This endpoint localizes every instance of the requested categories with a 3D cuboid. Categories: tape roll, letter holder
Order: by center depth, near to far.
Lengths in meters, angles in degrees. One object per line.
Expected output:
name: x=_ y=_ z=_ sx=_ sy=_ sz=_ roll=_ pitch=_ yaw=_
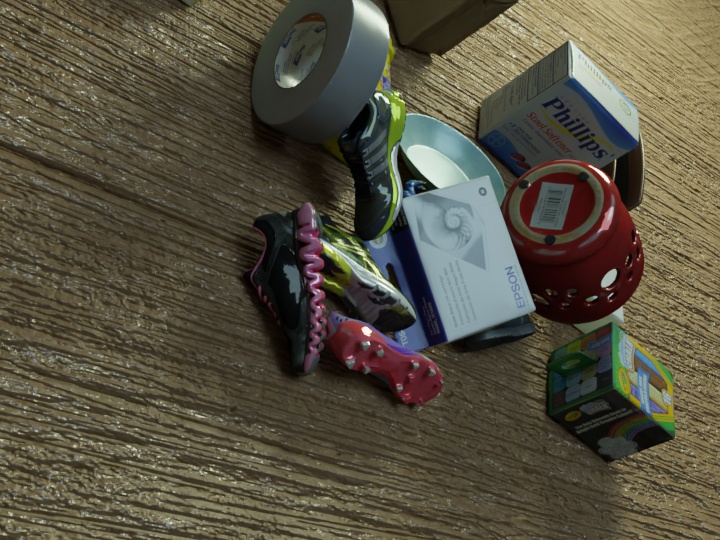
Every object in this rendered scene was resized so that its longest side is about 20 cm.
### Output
tape roll: x=-0.054 y=-0.266 z=1.415 sx=0.066 sy=0.200 sz=0.202 roll=23 pitch=49 yaw=-38
letter holder: x=0.414 y=-0.182 z=1.943 sx=0.100 sy=0.142 sz=0.201 roll=38 pitch=42 yaw=-25

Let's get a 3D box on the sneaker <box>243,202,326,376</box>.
sneaker: x=-0.088 y=0.023 z=1.296 sx=0.079 sy=0.094 sz=0.202 roll=75 pitch=12 yaw=-82

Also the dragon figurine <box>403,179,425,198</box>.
dragon figurine: x=0.058 y=-0.077 z=1.532 sx=0.201 sy=0.059 sz=0.099 roll=58 pitch=36 yaw=-3

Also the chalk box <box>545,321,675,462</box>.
chalk box: x=0.361 y=0.172 z=1.658 sx=0.200 sy=0.124 sz=0.125 roll=39 pitch=41 yaw=-27

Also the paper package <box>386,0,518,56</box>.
paper package: x=0.131 y=-0.479 z=1.781 sx=0.103 sy=0.190 sz=0.202 roll=5 pitch=63 yaw=-47

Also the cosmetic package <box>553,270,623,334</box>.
cosmetic package: x=0.374 y=-0.003 z=1.835 sx=0.101 sy=0.071 sz=0.201 roll=35 pitch=43 yaw=-29

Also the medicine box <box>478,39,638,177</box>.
medicine box: x=0.327 y=-0.245 z=1.838 sx=0.182 sy=0.199 sz=0.103 roll=37 pitch=42 yaw=-26

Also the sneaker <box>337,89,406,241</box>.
sneaker: x=0.005 y=-0.139 z=1.418 sx=0.081 sy=0.074 sz=0.202 roll=8 pitch=81 yaw=-45

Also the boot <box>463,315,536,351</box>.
boot: x=0.166 y=0.009 z=1.591 sx=0.164 sy=0.065 sz=0.201 roll=-2 pitch=70 yaw=-58

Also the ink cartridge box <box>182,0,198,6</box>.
ink cartridge box: x=-0.234 y=-0.458 z=1.448 sx=0.117 sy=0.067 sz=0.201 roll=31 pitch=46 yaw=-32

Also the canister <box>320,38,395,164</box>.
canister: x=-0.016 y=-0.260 z=1.541 sx=0.148 sy=0.086 sz=0.201 roll=36 pitch=43 yaw=-44

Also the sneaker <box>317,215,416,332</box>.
sneaker: x=0.000 y=0.000 z=1.399 sx=0.200 sy=0.074 sz=0.085 roll=39 pitch=42 yaw=-25

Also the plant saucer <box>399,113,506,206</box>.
plant saucer: x=0.126 y=-0.151 z=1.653 sx=0.200 sy=0.039 sz=0.202 roll=26 pitch=34 yaw=-19

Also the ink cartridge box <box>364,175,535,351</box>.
ink cartridge box: x=0.114 y=-0.009 z=1.475 sx=0.199 sy=0.041 sz=0.201 roll=-18 pitch=86 yaw=-22

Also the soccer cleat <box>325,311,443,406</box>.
soccer cleat: x=0.032 y=0.108 z=1.373 sx=0.199 sy=0.067 sz=0.077 roll=30 pitch=19 yaw=-45

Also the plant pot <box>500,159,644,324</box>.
plant pot: x=0.310 y=-0.048 z=1.638 sx=0.183 sy=0.199 sz=0.202 roll=59 pitch=24 yaw=-54
